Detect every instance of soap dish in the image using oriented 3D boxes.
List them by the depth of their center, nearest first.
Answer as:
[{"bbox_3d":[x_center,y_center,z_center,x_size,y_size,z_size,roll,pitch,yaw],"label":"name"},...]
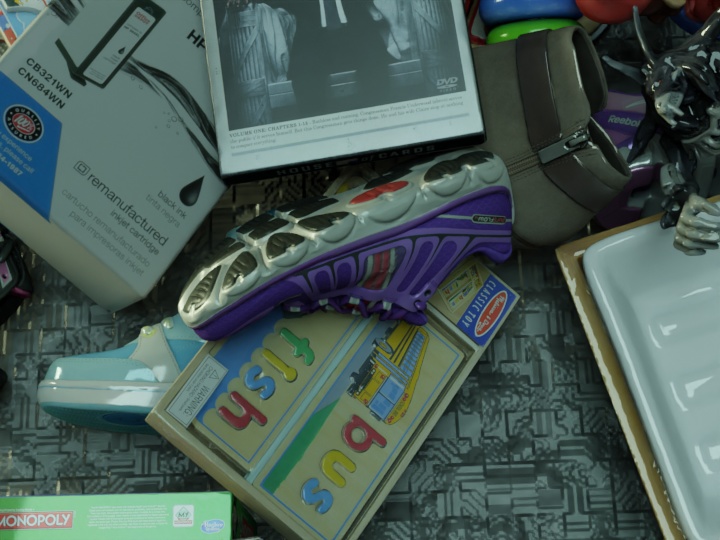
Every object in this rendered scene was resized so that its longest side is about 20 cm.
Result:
[{"bbox_3d":[0.218,0.060,0.726,0.155,0.081,0.203,-17,72,-5],"label":"soap dish"}]

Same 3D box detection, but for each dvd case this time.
[{"bbox_3d":[-0.017,-0.158,0.697,0.148,0.025,0.203,-9,78,3],"label":"dvd case"}]

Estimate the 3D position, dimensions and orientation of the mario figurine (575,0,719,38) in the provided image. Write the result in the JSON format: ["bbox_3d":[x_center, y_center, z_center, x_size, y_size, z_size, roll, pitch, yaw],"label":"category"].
[{"bbox_3d":[0.211,-0.185,0.742,0.198,0.123,0.108,18,70,-38],"label":"mario figurine"}]

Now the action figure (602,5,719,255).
[{"bbox_3d":[0.216,-0.067,0.666,0.199,0.102,0.120,33,120,6],"label":"action figure"}]

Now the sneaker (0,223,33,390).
[{"bbox_3d":[-0.243,-0.009,0.769,0.085,0.080,0.204,5,84,-2],"label":"sneaker"}]

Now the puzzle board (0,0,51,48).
[{"bbox_3d":[-0.164,-0.186,0.788,0.150,0.017,0.202,-31,96,-28],"label":"puzzle board"}]

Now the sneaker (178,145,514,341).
[{"bbox_3d":[0.000,0.000,0.666,0.197,0.081,0.085,-20,107,-14],"label":"sneaker"}]

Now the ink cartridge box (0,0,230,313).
[{"bbox_3d":[-0.135,-0.101,0.733,0.146,0.084,0.201,40,67,-16],"label":"ink cartridge box"}]

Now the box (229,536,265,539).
[{"bbox_3d":[-0.131,0.213,0.623,0.195,0.200,0.125,-5,72,1],"label":"box"}]

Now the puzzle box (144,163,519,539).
[{"bbox_3d":[-0.010,0.049,0.701,0.133,0.025,0.201,39,65,-5],"label":"puzzle box"}]

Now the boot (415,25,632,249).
[{"bbox_3d":[0.069,-0.105,0.729,0.145,0.070,0.202,-24,96,35],"label":"boot"}]

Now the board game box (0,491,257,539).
[{"bbox_3d":[-0.161,0.146,0.679,0.196,0.135,0.030,-1,71,0],"label":"board game box"}]

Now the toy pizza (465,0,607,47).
[{"bbox_3d":[0.091,-0.228,0.848,0.197,0.032,0.203,0,72,1],"label":"toy pizza"}]

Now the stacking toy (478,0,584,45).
[{"bbox_3d":[0.108,-0.139,0.779,0.084,0.085,0.204,-2,93,0],"label":"stacking toy"}]

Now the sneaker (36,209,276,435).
[{"bbox_3d":[-0.093,0.029,0.747,0.197,0.080,0.133,-1,74,-9],"label":"sneaker"}]

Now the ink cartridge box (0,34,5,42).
[{"bbox_3d":[-0.256,-0.270,0.841,0.145,0.083,0.203,14,74,5],"label":"ink cartridge box"}]

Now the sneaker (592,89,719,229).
[{"bbox_3d":[0.231,-0.089,0.782,0.197,0.081,0.089,-7,53,-5],"label":"sneaker"}]
